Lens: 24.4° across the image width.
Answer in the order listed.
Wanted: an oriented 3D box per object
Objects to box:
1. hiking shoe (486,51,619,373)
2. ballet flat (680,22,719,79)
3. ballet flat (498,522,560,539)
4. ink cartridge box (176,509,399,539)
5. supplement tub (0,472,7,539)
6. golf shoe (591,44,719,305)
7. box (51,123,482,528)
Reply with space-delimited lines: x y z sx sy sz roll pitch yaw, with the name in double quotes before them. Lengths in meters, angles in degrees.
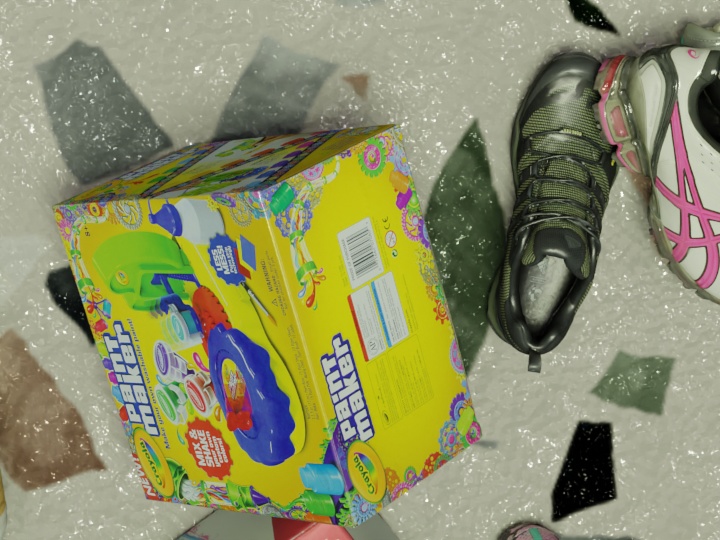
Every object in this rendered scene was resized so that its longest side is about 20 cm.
"hiking shoe" 0.132 -0.037 1.063 0.075 0.101 0.201 6 103 -7
"ballet flat" 0.303 -0.151 1.071 0.199 0.067 0.064 -9 96 -3
"ballet flat" 0.124 0.276 1.153 0.069 0.071 0.201 -5 104 -5
"ink cartridge box" -0.062 0.241 1.089 0.200 0.145 0.146 -36 105 4
"supplement tub" -0.299 0.116 1.038 0.144 0.145 0.201 -7 104 -3
"golf shoe" 0.225 -0.054 1.055 0.200 0.092 0.073 56 49 -28
"box" -0.056 0.031 1.003 0.122 0.192 0.201 -29 109 -42
